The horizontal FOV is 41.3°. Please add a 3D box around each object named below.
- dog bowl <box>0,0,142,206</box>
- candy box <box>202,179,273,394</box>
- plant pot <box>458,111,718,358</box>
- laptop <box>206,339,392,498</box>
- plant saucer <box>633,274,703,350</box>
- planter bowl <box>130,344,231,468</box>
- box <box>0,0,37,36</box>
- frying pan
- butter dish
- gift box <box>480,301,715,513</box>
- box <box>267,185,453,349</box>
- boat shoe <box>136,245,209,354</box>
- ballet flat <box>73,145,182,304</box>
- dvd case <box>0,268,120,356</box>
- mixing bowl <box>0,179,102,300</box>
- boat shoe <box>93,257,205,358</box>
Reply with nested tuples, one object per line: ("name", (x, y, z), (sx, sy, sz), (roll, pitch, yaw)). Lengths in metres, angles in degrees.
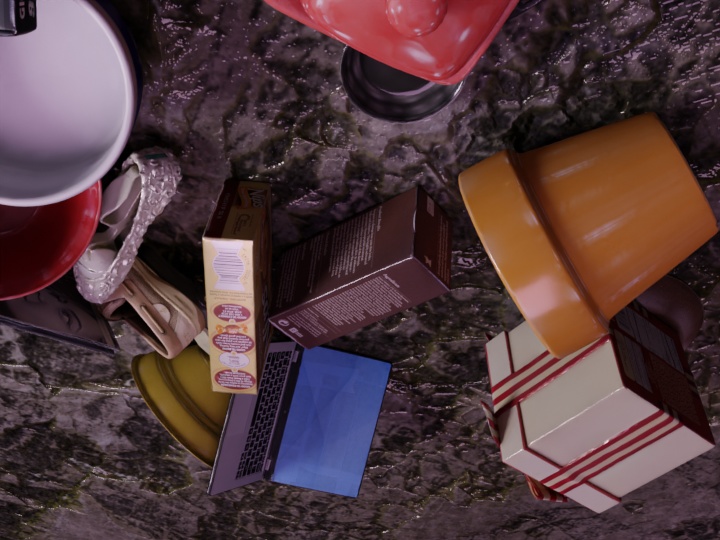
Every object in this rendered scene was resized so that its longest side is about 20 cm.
("dog bowl", (-0.291, -0.162, 0.825), (0.199, 0.079, 0.201), (-2, 111, -5))
("candy box", (-0.127, 0.019, 1.020), (0.055, 0.116, 0.201), (5, 125, 2))
("plant pot", (0.218, -0.048, 0.888), (0.183, 0.201, 0.200), (-30, 130, 15))
("laptop", (-0.071, 0.192, 1.183), (0.115, 0.189, 0.200), (16, -176, 24))
("plant saucer", (0.302, 0.074, 1.125), (0.199, 0.037, 0.201), (3, 141, 3))
("planter bowl", (-0.190, 0.155, 1.213), (0.083, 0.201, 0.200), (-42, 127, 4))
("box", (-0.326, -0.283, 0.707), (0.158, 0.046, 0.201), (6, 109, 2))
("frying pan", (0.060, -0.206, 0.828), (0.114, 0.031, 0.190), (26, 125, -25))
("butter dish", (0.040, -0.222, 0.703), (0.199, 0.148, 0.200), (22, 126, -16))
("gift box", (0.236, 0.129, 1.041), (0.199, 0.185, 0.187), (33, 125, -24))
("box", (0.000, 0.000, 1.030), (0.199, 0.101, 0.075), (-25, 131, 34))
("boat shoe", (-0.194, 0.040, 1.138), (0.201, 0.063, 0.074), (46, 157, -22))
("ballet flat", (-0.258, -0.048, 0.987), (0.071, 0.072, 0.200), (26, 113, -22))
("dvd case", (-0.361, 0.015, 1.027), (0.016, 0.149, 0.200), (-47, 140, 14))
("mixing bowl", (-0.364, -0.080, 0.944), (0.199, 0.201, 0.108), (28, 179, -24))
("boat shoe", (-0.269, 0.022, 1.069), (0.199, 0.065, 0.071), (33, 146, 13))
